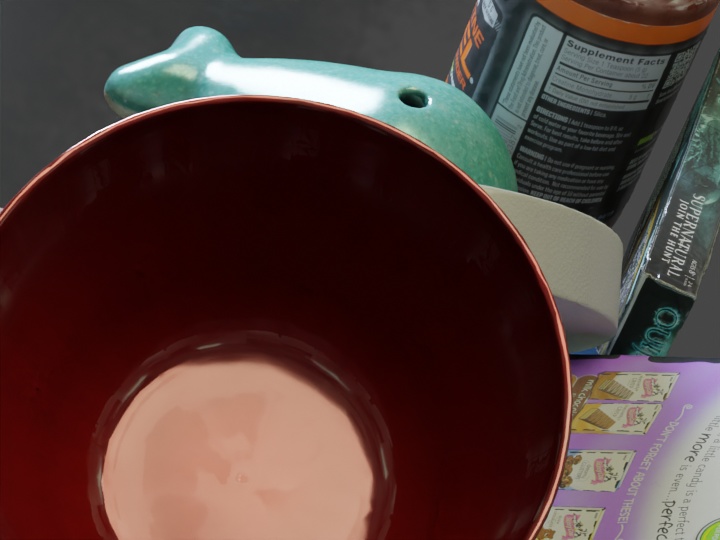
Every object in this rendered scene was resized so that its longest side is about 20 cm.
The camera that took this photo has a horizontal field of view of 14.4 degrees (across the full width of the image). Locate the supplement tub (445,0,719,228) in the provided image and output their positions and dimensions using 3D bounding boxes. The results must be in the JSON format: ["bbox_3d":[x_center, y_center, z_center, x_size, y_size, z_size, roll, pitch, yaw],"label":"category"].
[{"bbox_3d":[0.106,-0.114,1.337,0.107,0.200,0.107,13,39,-11],"label":"supplement tub"}]

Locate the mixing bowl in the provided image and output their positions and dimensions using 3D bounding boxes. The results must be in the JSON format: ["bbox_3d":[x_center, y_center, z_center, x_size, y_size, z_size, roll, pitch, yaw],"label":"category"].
[{"bbox_3d":[-0.036,0.053,0.943,0.200,0.108,0.200,2,69,-4],"label":"mixing bowl"}]

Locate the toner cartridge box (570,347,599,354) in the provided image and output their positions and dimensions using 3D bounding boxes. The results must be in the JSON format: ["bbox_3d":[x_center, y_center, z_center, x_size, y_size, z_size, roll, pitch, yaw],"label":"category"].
[{"bbox_3d":[0.005,0.087,1.139,0.200,0.095,0.043,-14,71,-36],"label":"toner cartridge box"}]

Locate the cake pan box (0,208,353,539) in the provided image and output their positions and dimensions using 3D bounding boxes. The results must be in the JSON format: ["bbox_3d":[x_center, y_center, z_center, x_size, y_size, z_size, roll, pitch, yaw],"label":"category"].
[{"bbox_3d":[-0.127,0.088,1.008,0.184,0.052,0.200,35,64,10],"label":"cake pan box"}]

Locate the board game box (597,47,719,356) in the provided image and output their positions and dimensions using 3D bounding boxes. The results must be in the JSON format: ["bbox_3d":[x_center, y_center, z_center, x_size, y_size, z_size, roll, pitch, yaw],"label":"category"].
[{"bbox_3d":[0.135,-0.002,1.272,0.028,0.135,0.200,23,40,2],"label":"board game box"}]

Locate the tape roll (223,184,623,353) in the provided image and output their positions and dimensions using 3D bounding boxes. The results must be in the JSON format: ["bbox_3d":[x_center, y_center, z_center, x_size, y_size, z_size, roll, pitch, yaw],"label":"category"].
[{"bbox_3d":[0.000,0.000,1.093,0.203,0.203,0.037,8,79,-16],"label":"tape roll"}]

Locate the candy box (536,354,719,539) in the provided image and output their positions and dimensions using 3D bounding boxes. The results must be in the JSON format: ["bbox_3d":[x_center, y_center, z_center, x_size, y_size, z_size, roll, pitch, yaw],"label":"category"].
[{"bbox_3d":[0.135,0.102,1.007,0.200,0.072,0.168,1,30,25],"label":"candy box"}]

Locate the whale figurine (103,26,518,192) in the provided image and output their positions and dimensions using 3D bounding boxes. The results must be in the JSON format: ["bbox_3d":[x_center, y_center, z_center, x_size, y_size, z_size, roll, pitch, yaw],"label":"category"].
[{"bbox_3d":[-0.018,-0.059,1.294,0.200,0.104,0.159,37,42,18],"label":"whale figurine"}]
